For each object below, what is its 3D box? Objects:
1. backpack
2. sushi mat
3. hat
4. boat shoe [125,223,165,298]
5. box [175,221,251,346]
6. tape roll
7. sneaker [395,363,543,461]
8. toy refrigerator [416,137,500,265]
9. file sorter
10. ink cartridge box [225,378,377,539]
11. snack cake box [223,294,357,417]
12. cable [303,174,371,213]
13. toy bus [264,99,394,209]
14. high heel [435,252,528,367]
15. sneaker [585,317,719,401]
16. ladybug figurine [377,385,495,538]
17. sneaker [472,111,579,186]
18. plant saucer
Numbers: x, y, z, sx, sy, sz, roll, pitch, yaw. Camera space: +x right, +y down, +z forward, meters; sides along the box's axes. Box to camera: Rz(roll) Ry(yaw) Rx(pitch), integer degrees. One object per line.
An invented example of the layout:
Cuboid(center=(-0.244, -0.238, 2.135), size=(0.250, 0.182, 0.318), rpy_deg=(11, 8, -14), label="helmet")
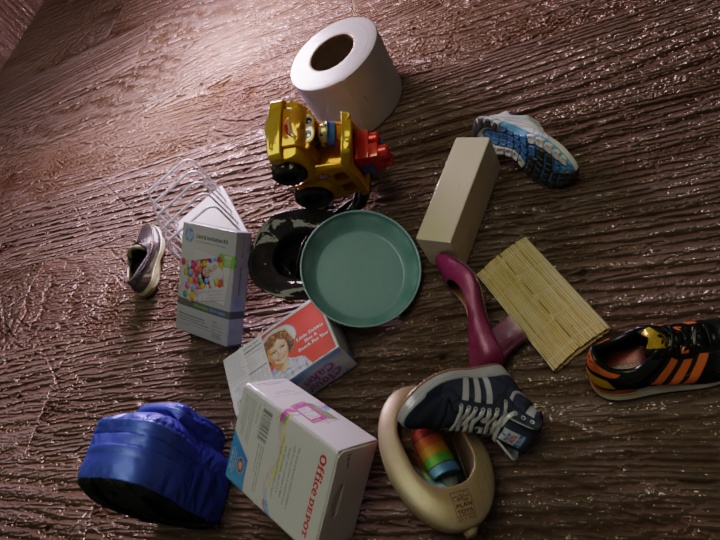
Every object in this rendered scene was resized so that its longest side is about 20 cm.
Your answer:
Cuboid(center=(-0.310, 0.283, 0.880), size=(0.159, 0.200, 0.171), rpy_deg=(-12, 53, 24), label="backpack")
Cuboid(center=(0.252, 0.041, 0.832), size=(0.095, 0.012, 0.201), rpy_deg=(-37, 47, 6), label="sushi mat")
Cuboid(center=(-0.095, -0.017, 1.037), size=(0.195, 0.081, 0.205), rpy_deg=(-5, 61, 8), label="hat")
Cuboid(center=(-0.476, -0.036, 1.290), size=(0.072, 0.065, 0.203), rpy_deg=(-29, 48, 12), label="boat shoe")
Cuboid(center=(-0.272, 0.021, 1.078), size=(0.153, 0.041, 0.205), rpy_deg=(12, 97, 36), label="box")
Cuboid(center=(-0.027, -0.398, 1.218), size=(0.199, 0.140, 0.206), rpy_deg=(-16, 51, 21), label="tape roll")
Cuboid(center=(0.141, 0.177, 0.705), size=(0.109, 0.197, 0.071), rpy_deg=(50, 129, 36), label="sneaker")
Cuboid(center=(0.159, -0.112, 0.951), size=(0.069, 0.076, 0.203), rpy_deg=(8, 64, 34), label="toy refrigerator")
Cuboid(center=(-0.344, -0.113, 1.224), size=(0.138, 0.125, 0.201), rpy_deg=(-39, 48, 2), label="file sorter")
Cuboid(center=(-0.085, 0.259, 0.803), size=(0.198, 0.084, 0.148), rpy_deg=(23, 103, 41), label="ink cartridge box")
Cuboid(center=(-0.117, 0.148, 0.946), size=(0.198, 0.067, 0.116), rpy_deg=(-34, 46, 6), label="snack cake box")
Cuboid(center=(-0.051, -0.169, 1.134), size=(0.160, 0.051, 0.203), rpy_deg=(-25, 51, 12), label="cable")
Cuboid(center=(-0.046, -0.205, 1.003), size=(0.187, 0.200, 0.139), rpy_deg=(-7, 69, 21), label="toy bus")
Cuboid(center=(0.144, 0.058, 0.848), size=(0.095, 0.068, 0.201), rpy_deg=(-35, 49, -3), label="high heel")
Cuboid(center=(0.360, 0.093, 0.678), size=(0.196, 0.090, 0.071), rpy_deg=(-20, 50, 19), label="sneaker")
Cuboid(center=(0.091, 0.241, 0.736), size=(0.132, 0.073, 0.202), rpy_deg=(-8, 45, -16), label="ladybug figurine")
Cuboid(center=(0.281, -0.212, 0.954), size=(0.086, 0.076, 0.200), rpy_deg=(-30, 53, -25), label="sneaker")
Cuboid(center=(0.000, 0.000, 0.953), size=(0.194, 0.036, 0.205), rpy_deg=(1, 67, -3), label="plant saucer")
